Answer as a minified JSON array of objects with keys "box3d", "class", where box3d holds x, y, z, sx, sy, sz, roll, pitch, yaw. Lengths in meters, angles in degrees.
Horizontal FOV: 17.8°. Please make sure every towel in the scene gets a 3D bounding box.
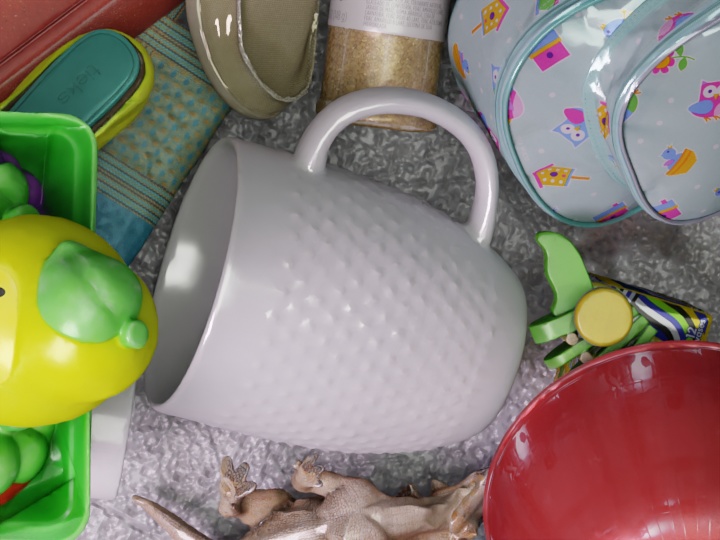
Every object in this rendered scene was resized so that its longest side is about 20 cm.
[{"box3d":[-0.156,-0.087,1.238,0.146,0.022,0.200,35,81,-10],"class":"towel"}]

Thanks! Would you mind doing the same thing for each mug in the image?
[{"box3d":[0.000,0.000,1.209,0.175,0.148,0.201,16,105,-17],"class":"mug"}]

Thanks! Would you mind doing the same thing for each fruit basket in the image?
[{"box3d":[-0.176,0.026,1.045,0.155,0.216,0.217,1,96,-12],"class":"fruit basket"}]

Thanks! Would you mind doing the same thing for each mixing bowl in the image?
[{"box3d":[0.162,0.147,1.160,0.199,0.108,0.201,1,118,1],"class":"mixing bowl"}]

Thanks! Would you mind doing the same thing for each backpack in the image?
[{"box3d":[0.153,-0.113,1.203,0.199,0.154,0.176,-26,138,6],"class":"backpack"}]

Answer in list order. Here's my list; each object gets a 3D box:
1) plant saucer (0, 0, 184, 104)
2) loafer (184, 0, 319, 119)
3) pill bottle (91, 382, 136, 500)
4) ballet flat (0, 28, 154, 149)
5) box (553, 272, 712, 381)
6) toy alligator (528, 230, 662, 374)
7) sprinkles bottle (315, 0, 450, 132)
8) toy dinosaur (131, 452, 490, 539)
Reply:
[{"box3d":[-0.186,-0.197,1.207,0.200,0.037,0.200,-38,96,-10],"class":"plant saucer"},{"box3d":[-0.044,-0.178,1.201,0.068,0.076,0.201,5,99,38],"class":"loafer"},{"box3d":[-0.219,0.064,1.195,0.199,0.111,0.111,9,95,-6],"class":"pill bottle"},{"box3d":[-0.186,-0.048,1.184,0.200,0.067,0.067,-39,80,-11],"class":"ballet flat"},{"box3d":[0.130,0.107,1.277,0.064,0.070,0.201,16,94,-5],"class":"box"},{"box3d":[0.149,0.065,1.207,0.054,0.059,0.200,-44,95,2],"class":"toy alligator"},{"box3d":[0.020,-0.177,1.235,0.068,0.068,0.201,6,96,-6],"class":"sprinkles bottle"},{"box3d":[-0.021,0.152,1.265,0.199,0.136,0.086,-6,75,18],"class":"toy dinosaur"}]
